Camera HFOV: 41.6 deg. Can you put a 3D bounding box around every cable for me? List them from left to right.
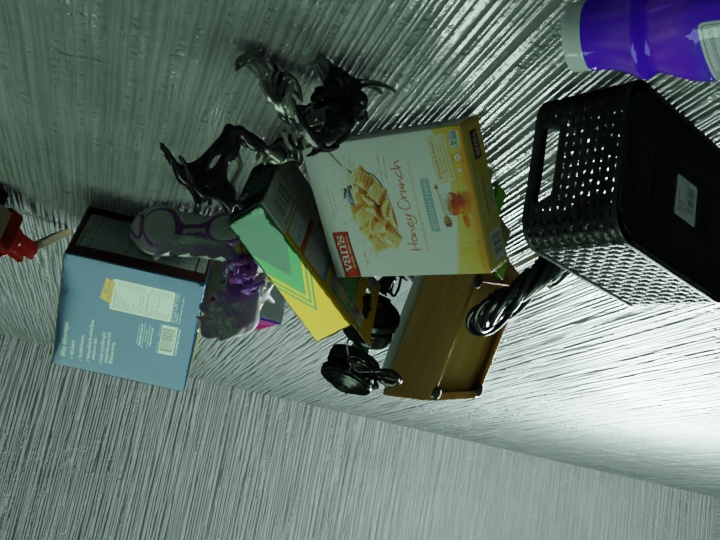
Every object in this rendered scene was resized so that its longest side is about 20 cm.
[{"bbox_3d":[0.191,0.008,1.074,0.051,0.162,0.200,54,165,9],"label":"cable"}]

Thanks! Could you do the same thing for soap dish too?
[{"bbox_3d":[0.118,0.070,1.186,0.081,0.203,0.156,26,-169,35],"label":"soap dish"}]

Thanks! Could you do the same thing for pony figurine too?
[{"bbox_3d":[-0.136,-0.009,1.191,0.192,0.168,0.200,1,141,-49],"label":"pony figurine"}]

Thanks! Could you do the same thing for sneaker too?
[{"bbox_3d":[-0.227,-0.040,1.323,0.197,0.076,0.100,6,163,18],"label":"sneaker"}]

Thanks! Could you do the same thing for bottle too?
[{"bbox_3d":[0.229,-0.160,0.604,0.198,0.066,0.083,1,161,33],"label":"bottle"}]

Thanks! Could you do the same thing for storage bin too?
[{"bbox_3d":[0.239,-0.058,0.819,0.199,0.137,0.093,24,160,-39],"label":"storage bin"}]

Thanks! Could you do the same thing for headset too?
[{"bbox_3d":[0.012,0.095,1.114,0.093,0.125,0.200,23,-175,4],"label":"headset"}]

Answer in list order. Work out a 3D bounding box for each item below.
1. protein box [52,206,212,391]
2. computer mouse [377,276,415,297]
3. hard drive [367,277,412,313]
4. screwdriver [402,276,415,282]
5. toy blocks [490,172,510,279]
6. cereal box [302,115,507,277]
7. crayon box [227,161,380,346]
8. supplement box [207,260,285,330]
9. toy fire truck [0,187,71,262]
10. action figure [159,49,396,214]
[{"bbox_3d":[-0.331,0.043,1.399,0.197,0.136,0.201,13,121,-6],"label":"protein box"},{"bbox_3d":[0.088,-0.006,1.216,0.044,0.111,0.199,25,-178,30],"label":"computer mouse"},{"bbox_3d":[0.034,0.014,1.301,0.131,0.026,0.200,-33,150,12],"label":"hard drive"},{"bbox_3d":[0.079,0.018,1.292,0.029,0.028,0.200,-1,159,20],"label":"screwdriver"},{"bbox_3d":[0.077,-0.061,1.042,0.135,0.101,0.200,16,169,30],"label":"toy blocks"},{"bbox_3d":[0.040,-0.067,0.941,0.198,0.146,0.039,-3,-161,40],"label":"cereal box"},{"bbox_3d":[-0.056,-0.016,1.034,0.051,0.126,0.201,-27,114,22],"label":"crayon box"},{"bbox_3d":[-0.197,0.035,1.522,0.102,0.103,0.199,18,164,-26],"label":"supplement box"},{"bbox_3d":[-0.561,-0.058,1.459,0.174,0.130,0.200,3,153,29],"label":"toy fire truck"},{"bbox_3d":[-0.070,-0.134,0.809,0.103,0.199,0.119,62,166,-25],"label":"action figure"}]
